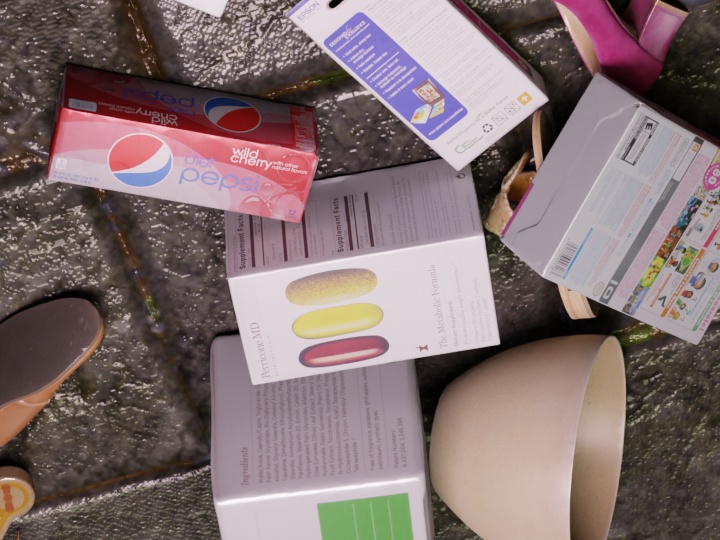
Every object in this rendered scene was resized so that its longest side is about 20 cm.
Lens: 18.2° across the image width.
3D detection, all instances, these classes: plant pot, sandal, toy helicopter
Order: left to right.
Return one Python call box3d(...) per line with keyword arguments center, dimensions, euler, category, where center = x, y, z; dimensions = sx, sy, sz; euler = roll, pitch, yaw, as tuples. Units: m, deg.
box3d(center=(-0.328, 0.251, 1.942), dimensions=(0.131, 0.079, 0.201), euler=(22, 118, -21), category="toy helicopter")
box3d(center=(0.133, 0.146, 1.851), dimensions=(0.133, 0.201, 0.202), euler=(7, 130, 19), category="plant pot")
box3d(center=(0.132, -0.034, 1.772), dimensions=(0.069, 0.078, 0.212), euler=(-6, 137, 17), category="sandal")

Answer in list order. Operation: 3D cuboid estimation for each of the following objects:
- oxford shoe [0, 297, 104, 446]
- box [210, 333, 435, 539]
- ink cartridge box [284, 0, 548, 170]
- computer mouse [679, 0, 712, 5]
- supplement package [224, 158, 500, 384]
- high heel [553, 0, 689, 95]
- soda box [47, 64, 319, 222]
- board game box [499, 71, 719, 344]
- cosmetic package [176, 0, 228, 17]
box3d(center=(-0.278, 0.090, 1.842), dimensions=(0.199, 0.072, 0.071), euler=(-36, 150, 20), category="oxford shoe")
box3d(center=(-0.028, 0.179, 1.837), dimensions=(0.170, 0.201, 0.200), euler=(-6, 129, 2), category="box")
box3d(center=(0.043, -0.166, 1.685), dimensions=(0.094, 0.037, 0.200), euler=(-37, 124, 22), category="ink cartridge box")
box3d(center=(0.195, -0.253, 1.634), dimensions=(0.199, 0.034, 0.059), euler=(30, 120, -25), category="computer mouse")
box3d(center=(0.000, 0.000, 1.760), dimensions=(0.198, 0.110, 0.114), euler=(-10, 127, 2), category="supplement package")
box3d(center=(0.145, -0.186, 1.661), dimensions=(0.199, 0.067, 0.096), euler=(16, 114, -33), category="high heel")
box3d(center=(-0.134, -0.095, 1.704), dimensions=(0.198, 0.064, 0.070), euler=(9, 126, -12), category="soda box")
box3d(center=(0.220, -0.044, 1.714), dimensions=(0.199, 0.064, 0.148), euler=(23, 102, -41), category="board game box")
box3d(center=(-0.156, -0.282, 1.568), dimensions=(0.199, 0.052, 0.151), euler=(20, 125, -19), category="cosmetic package")
